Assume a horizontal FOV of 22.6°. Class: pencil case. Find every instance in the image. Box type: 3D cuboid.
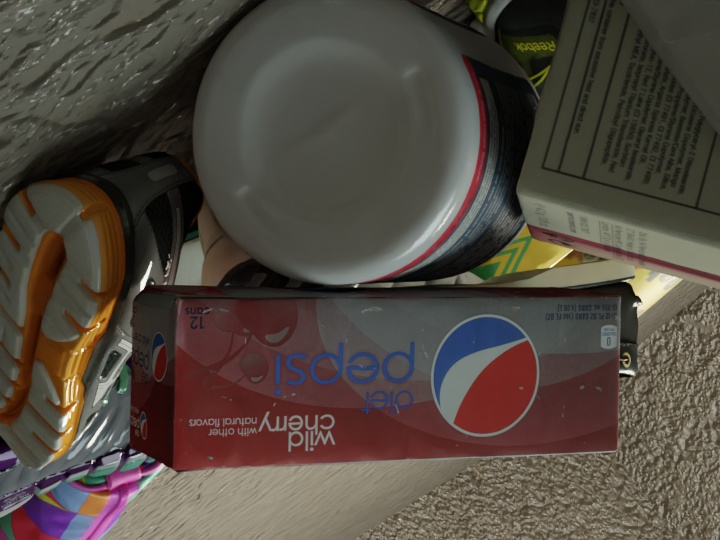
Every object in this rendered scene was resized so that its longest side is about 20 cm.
[{"bbox_3d":[-0.178,0.135,1.057,0.088,0.089,0.200,-27,164,-37],"label":"pencil case"}]

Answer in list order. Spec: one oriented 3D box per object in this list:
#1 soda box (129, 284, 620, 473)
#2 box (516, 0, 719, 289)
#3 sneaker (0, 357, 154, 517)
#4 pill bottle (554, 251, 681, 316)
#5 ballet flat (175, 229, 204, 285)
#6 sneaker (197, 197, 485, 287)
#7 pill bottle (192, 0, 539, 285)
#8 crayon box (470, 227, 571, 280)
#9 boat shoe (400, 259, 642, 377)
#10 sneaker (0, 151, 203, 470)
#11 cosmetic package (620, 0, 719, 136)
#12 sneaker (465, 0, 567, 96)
[{"bbox_3d":[0.008,0.042,0.742,0.198,0.071,0.063,1,-177,-23],"label":"soda box"},{"bbox_3d":[0.175,-0.056,0.728,0.109,0.199,0.129,49,58,-77],"label":"box"},{"bbox_3d":[-0.139,0.065,0.937,0.199,0.075,0.088,-29,161,-31],"label":"sneaker"},{"bbox_3d":[0.150,-0.034,1.053,0.200,0.109,0.109,-43,167,22],"label":"pill bottle"},{"bbox_3d":[-0.056,0.000,0.932,0.199,0.070,0.069,-30,167,-29],"label":"ballet flat"},{"bbox_3d":[0.000,0.000,0.898,0.199,0.081,0.075,21,123,-41],"label":"sneaker"},{"bbox_3d":[0.018,-0.054,0.789,0.119,0.120,0.200,-39,168,16],"label":"pill bottle"},{"bbox_3d":[0.056,-0.031,1.003,0.200,0.051,0.127,-39,-150,13],"label":"crayon box"},{"bbox_3d":[0.041,0.034,0.828,0.200,0.064,0.074,-6,179,-23],"label":"boat shoe"},{"bbox_3d":[-0.123,0.020,0.792,0.077,0.078,0.200,-33,168,-39],"label":"sneaker"},{"bbox_3d":[0.126,-0.120,0.632,0.090,0.201,0.107,-38,169,10],"label":"cosmetic package"},{"bbox_3d":[0.098,-0.107,0.905,0.074,0.085,0.200,-36,169,6],"label":"sneaker"}]
